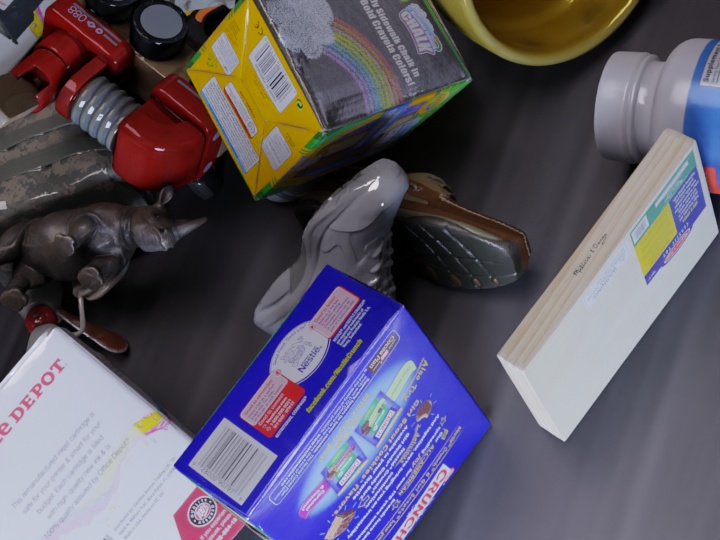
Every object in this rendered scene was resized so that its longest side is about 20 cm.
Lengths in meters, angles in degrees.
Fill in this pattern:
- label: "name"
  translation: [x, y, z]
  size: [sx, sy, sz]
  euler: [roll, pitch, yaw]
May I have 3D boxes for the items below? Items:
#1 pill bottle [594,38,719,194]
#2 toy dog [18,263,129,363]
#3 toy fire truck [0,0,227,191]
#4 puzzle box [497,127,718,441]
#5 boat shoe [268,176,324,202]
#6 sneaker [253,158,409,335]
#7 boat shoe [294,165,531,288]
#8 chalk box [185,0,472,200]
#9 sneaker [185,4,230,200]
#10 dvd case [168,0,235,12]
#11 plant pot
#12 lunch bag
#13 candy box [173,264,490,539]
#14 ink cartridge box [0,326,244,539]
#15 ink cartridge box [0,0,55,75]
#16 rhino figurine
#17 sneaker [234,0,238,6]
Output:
- label: "pill bottle"
  translation: [0.277, -0.109, 1.009]
  size: [0.199, 0.112, 0.113]
  euler: [9, 67, 28]
- label: "toy dog"
  translation: [-0.238, 0.084, 1.156]
  size: [0.131, 0.096, 0.201]
  euler: [-16, 43, 18]
- label: "toy fire truck"
  translation: [-0.206, -0.133, 1.100]
  size: [0.176, 0.129, 0.200]
  euler: [39, 58, 7]
- label: "puzzle box"
  translation: [0.178, 0.013, 0.973]
  size: [0.025, 0.133, 0.200]
  euler: [32, 78, 32]
- label: "boat shoe"
  translation: [-0.067, -0.156, 1.194]
  size: [0.086, 0.074, 0.203]
  euler: [165, 104, -64]
- label: "sneaker"
  translation: [0.000, 0.000, 1.051]
  size: [0.099, 0.200, 0.078]
  euler: [40, 45, 6]
- label: "boat shoe"
  translation: [0.043, -0.045, 1.099]
  size: [0.199, 0.076, 0.074]
  euler: [15, 56, 28]
- label: "chalk box"
  translation: [-0.010, -0.159, 1.088]
  size: [0.200, 0.124, 0.125]
  euler: [-23, 82, -38]
- label: "sneaker"
  translation: [-0.136, -0.159, 1.240]
  size: [0.090, 0.070, 0.201]
  euler: [-24, 55, 12]
- label: "dvd case"
  translation: [-0.092, -0.306, 1.331]
  size: [0.199, 0.022, 0.147]
  euler: [-9, 60, 20]
- label: "plant pot"
  translation: [0.116, -0.293, 1.141]
  size: [0.201, 0.201, 0.189]
  euler: [-43, 41, -4]
- label: "lunch bag"
  translation: [-0.268, -0.109, 1.244]
  size: [0.163, 0.118, 0.201]
  euler: [-19, 52, 11]
- label: "candy box"
  translation: [-0.011, 0.118, 0.955]
  size: [0.077, 0.200, 0.169]
  euler: [30, 76, 34]
- label: "ink cartridge box"
  translation: [-0.192, 0.158, 1.024]
  size: [0.200, 0.086, 0.148]
  euler: [41, 83, -1]
- label: "ink cartridge box"
  translation: [-0.338, -0.260, 1.334]
  size: [0.200, 0.083, 0.146]
  euler: [-53, 23, -13]
- label: "rhino figurine"
  translation: [-0.213, -0.023, 1.121]
  size: [0.199, 0.060, 0.088]
  euler: [-13, 21, 19]
- label: "sneaker"
  translation: [-0.039, -0.291, 1.238]
  size: [0.088, 0.076, 0.200]
  euler: [43, 99, 24]
